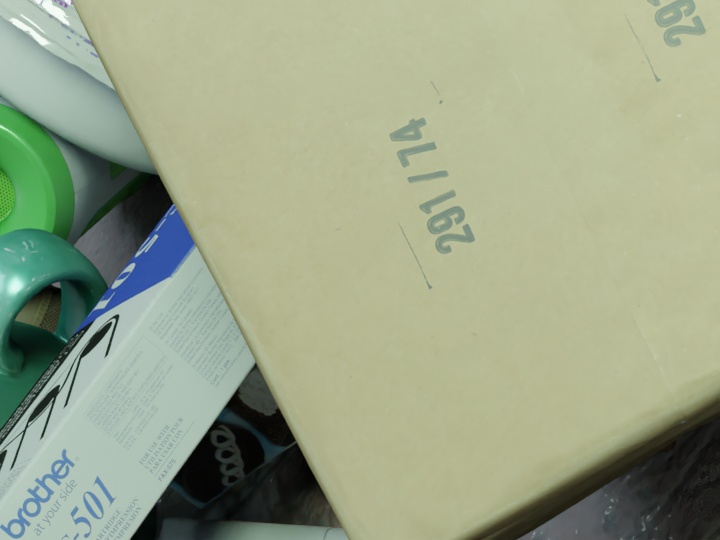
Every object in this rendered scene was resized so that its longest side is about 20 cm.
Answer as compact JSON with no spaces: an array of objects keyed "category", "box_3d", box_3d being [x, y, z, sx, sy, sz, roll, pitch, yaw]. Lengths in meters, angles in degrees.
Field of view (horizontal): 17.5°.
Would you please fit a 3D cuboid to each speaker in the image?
[{"category":"speaker","box_3d":[-0.144,-0.051,1.033,0.089,0.088,0.200,-55,1,16]}]

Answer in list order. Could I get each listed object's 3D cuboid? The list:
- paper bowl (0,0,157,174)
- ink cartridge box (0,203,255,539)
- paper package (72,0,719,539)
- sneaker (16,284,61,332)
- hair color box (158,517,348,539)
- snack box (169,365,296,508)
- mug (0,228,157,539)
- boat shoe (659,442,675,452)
[{"category":"paper bowl","box_3d":[-0.098,-0.117,0.971,0.105,0.200,0.201,-55,32,15]},{"category":"ink cartridge box","box_3d":[-0.074,0.033,0.805,0.200,0.044,0.094,-55,14,-29]},{"category":"paper package","box_3d":[0.048,-0.041,0.656,0.190,0.103,0.201,-31,78,11]},{"category":"sneaker","box_3d":[-0.141,0.047,1.063,0.071,0.075,0.200,-58,8,-3]},{"category":"hair color box","box_3d":[-0.008,0.141,0.790,0.200,0.061,0.102,-5,66,57]},{"category":"snack box","box_3d":[0.000,0.000,0.852,0.200,0.037,0.116,-37,21,46]},{"category":"mug","box_3d":[-0.142,0.087,0.904,0.185,0.114,0.153,-29,74,30]},{"category":"boat shoe","box_3d":[0.095,-0.027,0.756,0.067,0.072,0.201,8,64,24]}]
